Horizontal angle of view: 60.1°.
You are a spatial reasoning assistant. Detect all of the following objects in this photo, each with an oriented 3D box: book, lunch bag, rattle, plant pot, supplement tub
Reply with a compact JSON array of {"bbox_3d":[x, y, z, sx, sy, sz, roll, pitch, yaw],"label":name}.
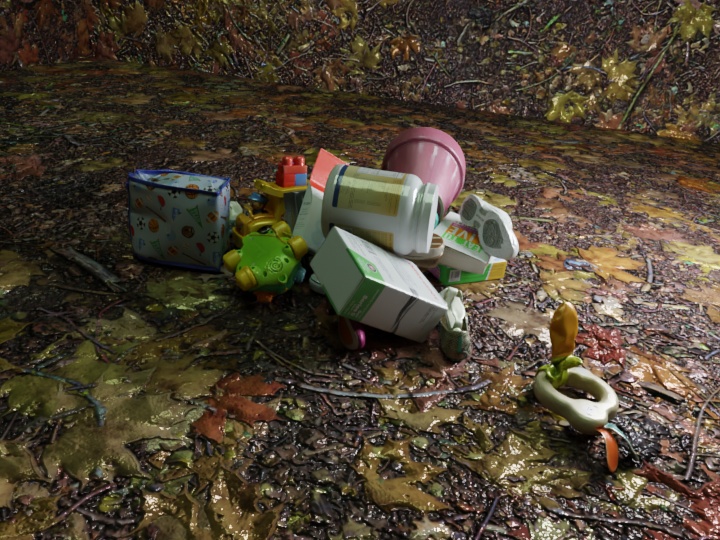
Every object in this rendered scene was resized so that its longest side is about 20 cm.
[{"bbox_3d":[0.223,-0.059,1.325,0.131,0.049,0.200,20,28,14],"label":"book"},{"bbox_3d":[-0.363,-0.105,1.238,0.194,0.174,0.124,5,22,0],"label":"lunch bag"},{"bbox_3d":[0.336,0.161,0.888,0.127,0.146,0.201,21,17,-11],"label":"rattle"},{"bbox_3d":[0.136,-0.191,1.405,0.194,0.203,0.181,8,42,6],"label":"plant pot"},{"bbox_3d":[0.037,-0.109,1.136,0.195,0.148,0.145,10,26,11],"label":"supplement tub"}]

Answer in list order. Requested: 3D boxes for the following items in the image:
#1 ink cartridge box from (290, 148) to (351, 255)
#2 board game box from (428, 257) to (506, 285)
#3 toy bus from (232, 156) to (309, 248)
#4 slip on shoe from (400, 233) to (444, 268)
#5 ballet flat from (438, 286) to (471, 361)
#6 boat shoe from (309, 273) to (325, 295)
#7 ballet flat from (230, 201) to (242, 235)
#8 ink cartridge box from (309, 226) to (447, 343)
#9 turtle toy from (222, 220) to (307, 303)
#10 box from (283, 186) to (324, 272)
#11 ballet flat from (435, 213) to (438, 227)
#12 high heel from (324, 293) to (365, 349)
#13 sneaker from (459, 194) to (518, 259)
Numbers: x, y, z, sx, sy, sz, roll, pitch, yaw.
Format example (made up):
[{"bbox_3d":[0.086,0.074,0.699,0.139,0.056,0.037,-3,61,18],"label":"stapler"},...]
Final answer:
[{"bbox_3d":[-0.040,-0.118,1.243,0.158,0.205,0.047,24,-11,-36],"label":"ink cartridge box"},{"bbox_3d":[0.203,-0.038,1.369,0.149,0.041,0.200,-5,28,-21],"label":"board game box"},{"bbox_3d":[-0.172,-0.142,1.315,0.195,0.197,0.135,-10,22,-25],"label":"toy bus"},{"bbox_3d":[0.066,-0.045,1.226,0.194,0.062,0.077,4,42,-4],"label":"slip on shoe"},{"bbox_3d":[0.161,0.076,1.089,0.066,0.077,0.201,3,26,-3],"label":"ballet flat"},{"bbox_3d":[0.001,0.002,1.192,0.196,0.088,0.075,4,25,-4],"label":"boat shoe"},{"bbox_3d":[-0.310,-0.134,1.429,0.198,0.076,0.073,26,32,36],"label":"ballet flat"},{"bbox_3d":[0.032,0.027,1.046,0.197,0.085,0.147,22,22,-37],"label":"ink cartridge box"},{"bbox_3d":[-0.176,-0.013,1.167,0.144,0.103,0.200,-31,36,-14],"label":"turtle toy"},{"bbox_3d":[-0.058,-0.096,1.293,0.197,0.163,0.048,-15,13,-38],"label":"box"},{"bbox_3d":[0.078,-0.073,1.292,0.197,0.068,0.070,-32,-8,-9],"label":"ballet flat"},{"bbox_3d":[0.002,0.076,1.076,0.093,0.069,0.200,-4,18,-15],"label":"high heel"},{"bbox_3d":[0.288,-0.090,1.294,0.097,0.079,0.202,11,33,-27],"label":"sneaker"}]
